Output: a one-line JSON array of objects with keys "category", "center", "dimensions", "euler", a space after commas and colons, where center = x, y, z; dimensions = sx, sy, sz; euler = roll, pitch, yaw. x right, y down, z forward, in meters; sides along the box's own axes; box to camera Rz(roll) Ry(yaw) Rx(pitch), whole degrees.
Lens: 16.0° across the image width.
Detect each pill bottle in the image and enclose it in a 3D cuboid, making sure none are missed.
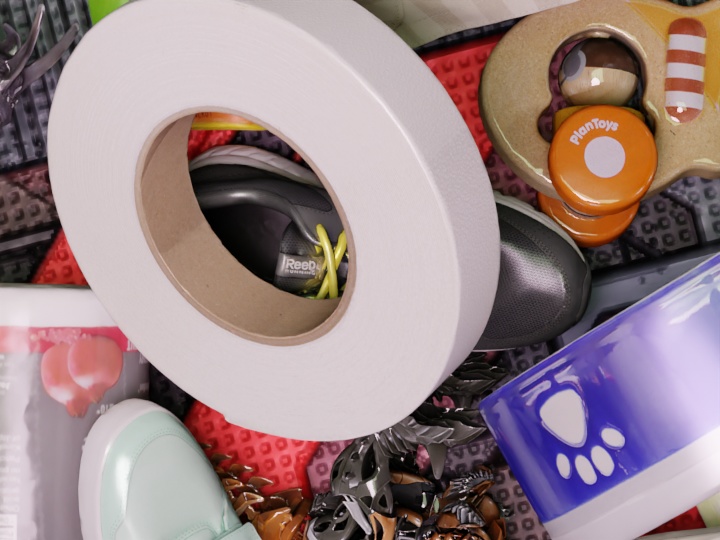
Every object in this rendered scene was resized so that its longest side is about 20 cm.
[{"category": "pill bottle", "center": [-0.149, 0.106, 1.133], "dimensions": [0.110, 0.111, 0.201], "euler": [1, 91, 6]}]

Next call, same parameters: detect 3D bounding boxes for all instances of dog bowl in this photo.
[{"category": "dog bowl", "center": [0.151, 0.038, 1.058], "dimensions": [0.200, 0.200, 0.079], "euler": [-32, 85, 5]}]

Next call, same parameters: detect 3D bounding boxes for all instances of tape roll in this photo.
[{"category": "tape roll", "center": [-0.038, -0.025, 1.033], "dimensions": [0.202, 0.037, 0.203], "euler": [18, 126, 26]}]

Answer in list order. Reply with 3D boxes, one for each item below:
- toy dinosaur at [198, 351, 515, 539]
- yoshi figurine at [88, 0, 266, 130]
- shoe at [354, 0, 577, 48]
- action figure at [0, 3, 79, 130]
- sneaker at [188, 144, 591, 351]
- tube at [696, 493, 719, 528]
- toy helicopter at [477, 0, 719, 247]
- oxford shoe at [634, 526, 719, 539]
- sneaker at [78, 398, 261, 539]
[{"category": "toy dinosaur", "center": [0.009, 0.108, 1.131], "dimensions": [0.199, 0.102, 0.136], "euler": [11, 109, -16]}, {"category": "yoshi figurine", "center": [-0.065, -0.164, 1.129], "dimensions": [0.112, 0.112, 0.201], "euler": [4, 89, -2]}, {"category": "shoe", "center": [0.083, -0.135, 1.096], "dimensions": [0.199, 0.070, 0.054], "euler": [-13, 102, 13]}, {"category": "action figure", "center": [-0.218, -0.058, 1.138], "dimensions": [0.199, 0.119, 0.102], "euler": [-11, 86, 17]}, {"category": "sneaker", "center": [0.000, 0.000, 1.121], "dimensions": [0.199, 0.085, 0.075], "euler": [11, 107, 13]}, {"category": "tube", "center": [0.250, 0.089, 1.125], "dimensions": [0.200, 0.052, 0.058], "euler": [-23, 70, 8]}, {"category": "toy helicopter", "center": [0.144, -0.107, 1.133], "dimensions": [0.200, 0.079, 0.133], "euler": [-25, 79, -5]}, {"category": "oxford shoe", "center": [0.185, 0.134, 1.079], "dimensions": [0.199, 0.058, 0.075], "euler": [-13, 129, -12]}, {"category": "sneaker", "center": [-0.041, 0.145, 1.078], "dimensions": [0.118, 0.074, 0.201], "euler": [-3, 113, 48]}]
